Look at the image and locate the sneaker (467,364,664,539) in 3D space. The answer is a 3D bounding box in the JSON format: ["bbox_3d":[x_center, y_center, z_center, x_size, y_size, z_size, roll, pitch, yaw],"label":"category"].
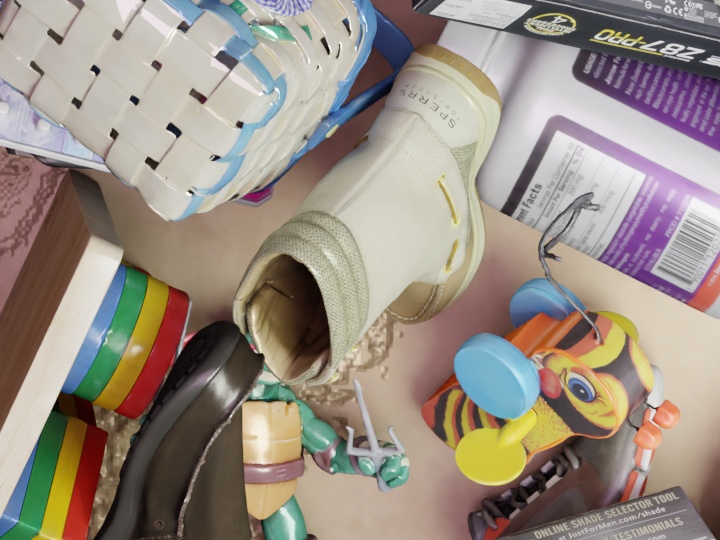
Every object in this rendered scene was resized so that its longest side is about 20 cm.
[{"bbox_3d":[0.100,0.135,1.228,0.081,0.077,0.201,24,96,8],"label":"sneaker"}]

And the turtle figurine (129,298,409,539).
[{"bbox_3d":[-0.051,0.105,1.218,0.149,0.101,0.202,0,105,-10],"label":"turtle figurine"}]

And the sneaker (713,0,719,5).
[{"bbox_3d":[0.206,-0.171,1.089,0.069,0.099,0.201,-39,93,-28],"label":"sneaker"}]

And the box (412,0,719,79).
[{"bbox_3d":[0.123,-0.189,1.141,0.199,0.049,0.162,8,72,-22],"label":"box"}]

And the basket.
[{"bbox_3d":[-0.069,-0.121,1.081,0.176,0.200,0.139,38,118,0],"label":"basket"}]

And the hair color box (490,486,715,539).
[{"bbox_3d":[0.129,0.217,1.182,0.109,0.065,0.201,-15,123,-11],"label":"hair color box"}]

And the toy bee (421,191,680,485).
[{"bbox_3d":[0.101,0.061,1.160,0.109,0.200,0.131,43,78,8],"label":"toy bee"}]

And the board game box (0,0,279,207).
[{"bbox_3d":[-0.123,-0.148,1.154,0.199,0.026,0.201,14,67,-13],"label":"board game box"}]

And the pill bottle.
[{"bbox_3d":[0.126,-0.066,1.186,0.199,0.111,0.112,27,96,1],"label":"pill bottle"}]

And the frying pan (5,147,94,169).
[{"bbox_3d":[-0.161,-0.068,1.202,0.189,0.115,0.031,2,93,4],"label":"frying pan"}]

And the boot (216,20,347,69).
[{"bbox_3d":[-0.113,-0.170,1.214,0.202,0.073,0.155,-7,91,1],"label":"boot"}]

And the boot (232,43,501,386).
[{"bbox_3d":[0.000,0.000,1.134,0.072,0.200,0.155,30,60,13],"label":"boot"}]

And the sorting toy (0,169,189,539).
[{"bbox_3d":[-0.156,0.067,1.180,0.069,0.199,0.201,24,97,-14],"label":"sorting toy"}]

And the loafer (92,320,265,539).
[{"bbox_3d":[-0.080,0.106,1.119,0.071,0.073,0.201,26,130,0],"label":"loafer"}]
